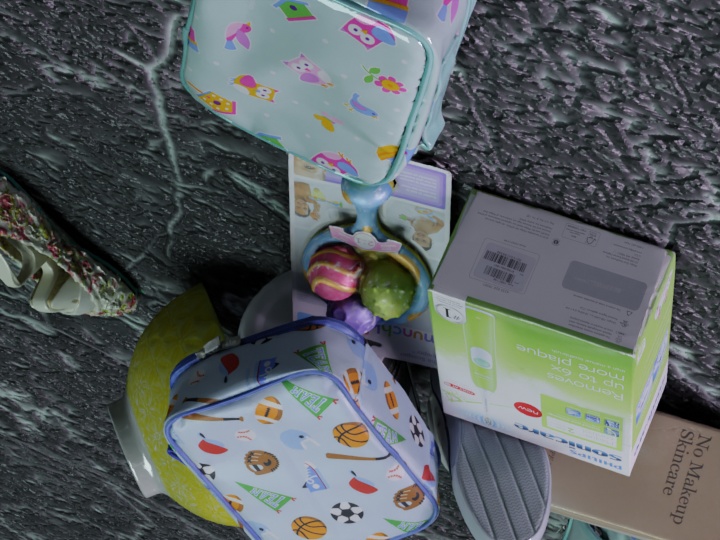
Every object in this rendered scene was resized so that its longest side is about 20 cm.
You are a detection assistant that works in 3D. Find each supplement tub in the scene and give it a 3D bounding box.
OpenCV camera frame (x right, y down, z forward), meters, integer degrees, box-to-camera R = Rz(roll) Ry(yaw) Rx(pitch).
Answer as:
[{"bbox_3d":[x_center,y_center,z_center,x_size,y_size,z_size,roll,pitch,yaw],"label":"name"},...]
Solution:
[{"bbox_3d":[-0.020,0.091,1.807,0.122,0.123,0.200,17,155,16],"label":"supplement tub"}]

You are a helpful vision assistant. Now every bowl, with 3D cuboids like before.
[{"bbox_3d":[-0.134,0.121,1.861,0.107,0.200,0.200,-23,150,-3],"label":"bowl"}]

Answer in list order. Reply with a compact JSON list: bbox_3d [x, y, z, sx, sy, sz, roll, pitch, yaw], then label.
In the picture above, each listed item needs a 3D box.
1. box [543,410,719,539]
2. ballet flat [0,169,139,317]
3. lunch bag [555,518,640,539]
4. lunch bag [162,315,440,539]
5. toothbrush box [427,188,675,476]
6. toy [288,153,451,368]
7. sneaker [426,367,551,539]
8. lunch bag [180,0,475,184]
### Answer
[{"bbox_3d":[0.233,0.156,1.722,0.199,0.095,0.078,15,173,18],"label":"box"},{"bbox_3d":[-0.258,-0.006,1.903,0.075,0.064,0.200,-1,146,43],"label":"ballet flat"},{"bbox_3d":[0.234,0.255,1.840,0.200,0.077,0.161,44,142,29],"label":"lunch bag"},{"bbox_3d":[-0.044,0.121,1.670,0.160,0.076,0.200,-19,129,22],"label":"lunch bag"},{"bbox_3d":[0.131,0.045,1.617,0.145,0.086,0.200,19,157,14],"label":"toothbrush box"},{"bbox_3d":[0.000,0.000,1.622,0.115,0.047,0.200,15,136,13],"label":"toy"},{"bbox_3d":[0.094,0.137,1.725,0.073,0.200,0.071,-4,135,-7],"label":"sneaker"},{"bbox_3d":[-0.018,-0.136,1.375,0.160,0.077,0.200,23,156,1],"label":"lunch bag"}]
